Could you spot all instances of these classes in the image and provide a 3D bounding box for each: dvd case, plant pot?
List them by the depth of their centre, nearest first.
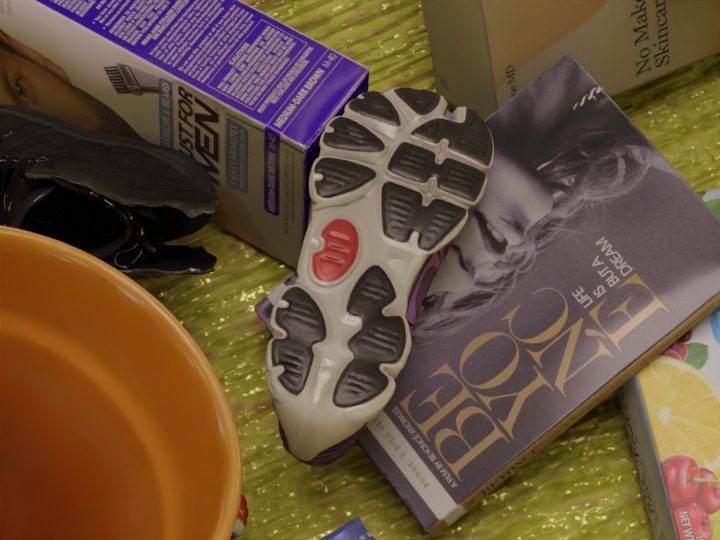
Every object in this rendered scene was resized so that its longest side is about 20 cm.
[{"bbox_3d":[-0.173,0.114,1.040,0.199,0.184,0.201,15,47,-17],"label":"plant pot"},{"bbox_3d":[0.067,0.009,1.175,0.200,0.016,0.149,-39,64,-1],"label":"dvd case"}]

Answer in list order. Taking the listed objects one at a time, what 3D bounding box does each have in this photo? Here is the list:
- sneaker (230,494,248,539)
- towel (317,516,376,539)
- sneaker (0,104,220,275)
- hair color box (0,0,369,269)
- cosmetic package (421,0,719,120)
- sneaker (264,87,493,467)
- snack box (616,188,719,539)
[{"bbox_3d":[-0.137,0.067,1.157,0.077,0.073,0.200,-40,61,-6],"label":"sneaker"},{"bbox_3d":[0.005,0.210,1.012,0.144,0.024,0.200,-30,64,-25],"label":"towel"},{"bbox_3d":[-0.148,-0.035,1.181,0.198,0.060,0.104,9,17,18],"label":"sneaker"},{"bbox_3d":[-0.095,-0.093,1.232,0.199,0.110,0.065,30,61,17],"label":"hair color box"},{"bbox_3d":[0.133,-0.154,1.267,0.199,0.106,0.071,-24,36,-17],"label":"cosmetic package"},{"bbox_3d":[0.000,0.000,1.152,0.080,0.084,0.201,22,60,4],"label":"sneaker"},{"bbox_3d":[0.197,0.057,1.174,0.141,0.053,0.201,-8,65,-8],"label":"snack box"}]
